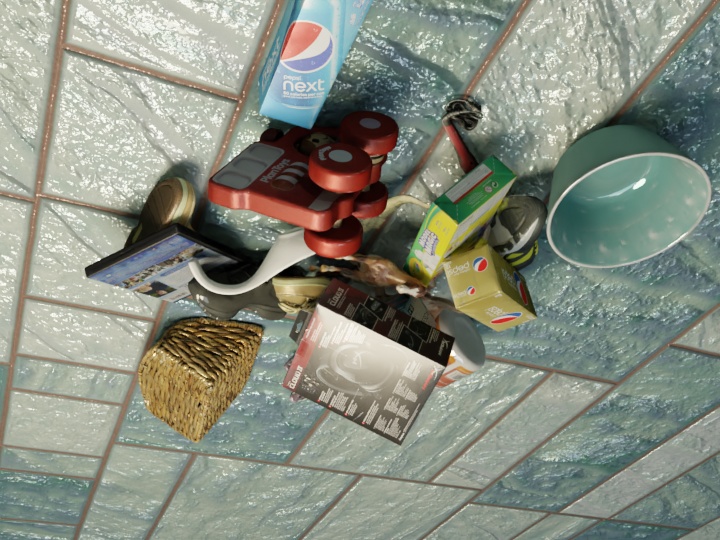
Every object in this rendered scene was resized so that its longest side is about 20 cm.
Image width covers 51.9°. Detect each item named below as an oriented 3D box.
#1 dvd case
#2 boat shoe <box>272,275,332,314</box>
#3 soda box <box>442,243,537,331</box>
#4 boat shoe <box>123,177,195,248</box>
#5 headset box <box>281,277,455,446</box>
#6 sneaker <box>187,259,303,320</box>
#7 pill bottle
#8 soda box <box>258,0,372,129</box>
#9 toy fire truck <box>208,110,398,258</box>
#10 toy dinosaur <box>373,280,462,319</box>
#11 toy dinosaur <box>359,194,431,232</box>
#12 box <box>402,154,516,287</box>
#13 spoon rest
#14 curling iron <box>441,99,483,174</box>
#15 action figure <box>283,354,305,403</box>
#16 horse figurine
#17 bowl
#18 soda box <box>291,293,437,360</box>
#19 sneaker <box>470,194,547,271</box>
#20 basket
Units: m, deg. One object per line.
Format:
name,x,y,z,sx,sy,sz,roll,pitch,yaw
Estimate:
dvd case,-0.251,-0.005,1.003,0.143,0.018,0.200,-24,161,13
boat shoe,-0.070,0.047,1.041,0.073,0.063,0.201,2,170,12
soda box,0.178,0.028,0.995,0.064,0.068,0.200,-22,159,21
boat shoe,-0.253,-0.055,0.985,0.076,0.072,0.200,8,150,-33
headset box,0.000,0.116,0.971,0.200,0.077,0.149,26,120,4
sneaker,-0.158,0.018,1.049,0.091,0.076,0.200,-45,156,24
pill bottle,0.096,0.150,1.221,0.200,0.112,0.112,-32,133,29
soda box,-0.046,-0.248,0.765,0.064,0.068,0.200,12,137,-20
toy fire truck,-0.056,-0.115,0.840,0.168,0.200,0.112,19,131,12
toy dinosaur,0.067,0.063,1.121,0.200,0.086,0.136,-6,142,17
toy dinosaur,0.003,-0.077,0.970,0.088,0.048,0.200,22,156,-29
box,0.122,-0.053,0.964,0.117,0.048,0.200,-39,163,-25
spoon rest,-0.119,-0.014,0.968,0.200,0.099,0.061,-15,100,-5
curling iron,0.148,-0.140,0.946,0.050,0.026,0.200,-14,140,14
action figure,-0.049,0.172,1.182,0.069,0.130,0.200,-27,-171,-33
horse figurine,0.000,0.000,1.020,0.132,0.050,0.200,12,177,-21
bowl,0.326,-0.107,0.943,0.200,0.105,0.201,-3,141,-2
soda box,0.004,0.101,1.043,0.200,0.064,0.068,-26,106,26
sneaker,0.214,-0.047,1.031,0.085,0.075,0.200,-7,158,-20
basket,-0.271,0.159,1.233,0.143,0.149,0.200,32,137,8
